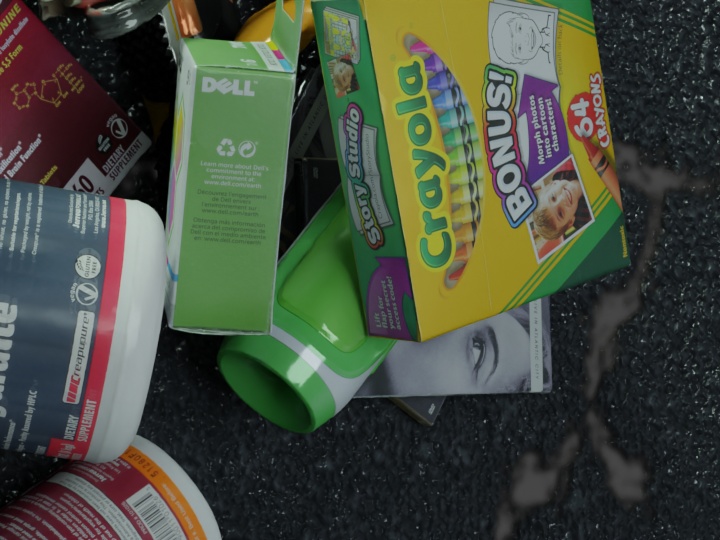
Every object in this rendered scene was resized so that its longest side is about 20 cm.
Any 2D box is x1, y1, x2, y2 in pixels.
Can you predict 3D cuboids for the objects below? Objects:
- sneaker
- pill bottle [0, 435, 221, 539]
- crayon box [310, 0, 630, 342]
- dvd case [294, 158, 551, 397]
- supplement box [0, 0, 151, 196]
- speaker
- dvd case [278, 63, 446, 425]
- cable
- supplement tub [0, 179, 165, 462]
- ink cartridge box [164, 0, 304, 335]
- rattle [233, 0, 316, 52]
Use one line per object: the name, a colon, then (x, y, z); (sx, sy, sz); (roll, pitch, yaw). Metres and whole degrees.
sneaker: (-0.081, -0.093, 1.393); (0.090, 0.070, 0.202); (-19, 95, -33)
pill bottle: (-0.180, 0.185, 1.281); (0.200, 0.109, 0.110); (-34, 107, -33)
crayon box: (0.067, -0.078, 1.345); (0.172, 0.058, 0.202); (-19, 104, -37)
dvd case: (0.044, 0.006, 1.487); (0.199, 0.016, 0.150); (1, 87, -37)
supplement box: (-0.224, -0.102, 1.296); (0.200, 0.061, 0.109); (47, 63, -24)
speaker: (0.000, 0.000, 1.385); (0.089, 0.088, 0.200); (50, 62, -23)
dvd case: (0.008, -0.015, 1.491); (0.200, 0.016, 0.149); (39, 66, -28)
cable: (-0.110, -0.187, 1.323); (0.199, 0.097, 0.051); (-26, 126, -25)
supplement tub: (-0.210, 0.019, 1.208); (0.198, 0.140, 0.142); (9, 81, -11)
ink cartridge box: (-0.074, -0.074, 1.284); (0.059, 0.104, 0.202); (4, 104, -9)
rattle: (0.012, -0.129, 1.431); (0.200, 0.129, 0.144); (66, 33, -58)
